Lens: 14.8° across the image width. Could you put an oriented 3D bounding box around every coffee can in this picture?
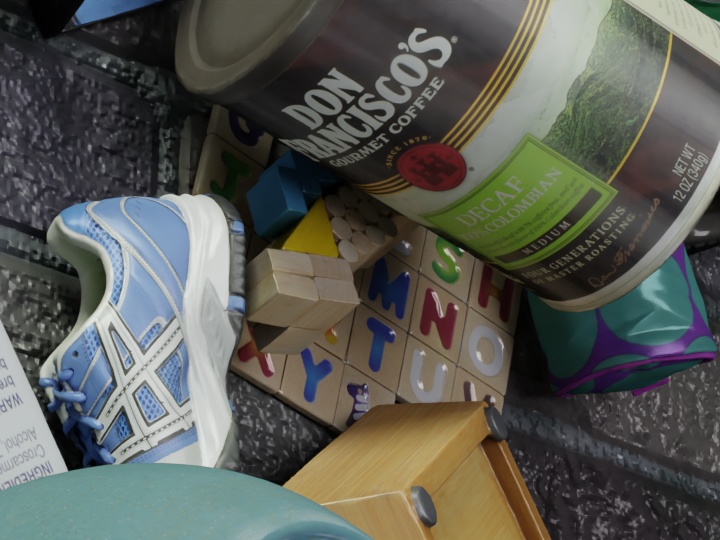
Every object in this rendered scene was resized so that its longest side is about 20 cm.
[{"bbox_3d":[0.044,-0.091,1.171,0.200,0.146,0.147,30,54,-25],"label":"coffee can"}]

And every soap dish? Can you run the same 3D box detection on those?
[{"bbox_3d":[0.031,0.141,1.147,0.158,0.081,0.200,65,17,-3],"label":"soap dish"}]

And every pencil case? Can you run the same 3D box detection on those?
[{"bbox_3d":[0.106,-0.039,1.340,0.092,0.085,0.201,49,25,-80],"label":"pencil case"}]

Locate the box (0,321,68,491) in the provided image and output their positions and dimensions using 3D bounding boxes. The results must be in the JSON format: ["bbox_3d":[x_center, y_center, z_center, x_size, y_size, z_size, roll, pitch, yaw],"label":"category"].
[{"bbox_3d":[-0.196,0.100,0.961,0.184,0.105,0.200,-26,92,-48],"label":"box"}]

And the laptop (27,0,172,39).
[{"bbox_3d":[-0.115,-0.208,1.170,0.116,0.200,0.188,-23,91,-14],"label":"laptop"}]

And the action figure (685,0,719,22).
[{"bbox_3d":[0.171,-0.098,1.389,0.055,0.199,0.118,-30,138,-70],"label":"action figure"}]

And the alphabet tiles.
[{"bbox_3d":[0.000,0.000,1.278,0.200,0.008,0.168,33,52,-32],"label":"alphabet tiles"}]

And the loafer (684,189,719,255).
[{"bbox_3d":[0.208,-0.057,1.465,0.200,0.073,0.072,-16,88,-48],"label":"loafer"}]

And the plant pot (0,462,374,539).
[{"bbox_3d":[-0.048,0.146,0.904,0.200,0.135,0.201,22,54,-35],"label":"plant pot"}]

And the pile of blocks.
[{"bbox_3d":[-0.018,-0.028,1.228,0.082,0.062,0.200,48,37,-3],"label":"pile of blocks"}]

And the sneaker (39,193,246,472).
[{"bbox_3d":[-0.092,0.063,1.122,0.077,0.076,0.201,7,67,-20],"label":"sneaker"}]
